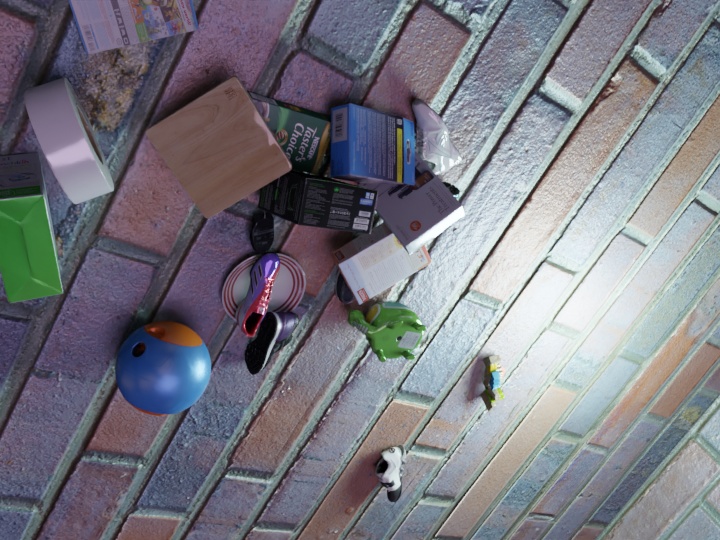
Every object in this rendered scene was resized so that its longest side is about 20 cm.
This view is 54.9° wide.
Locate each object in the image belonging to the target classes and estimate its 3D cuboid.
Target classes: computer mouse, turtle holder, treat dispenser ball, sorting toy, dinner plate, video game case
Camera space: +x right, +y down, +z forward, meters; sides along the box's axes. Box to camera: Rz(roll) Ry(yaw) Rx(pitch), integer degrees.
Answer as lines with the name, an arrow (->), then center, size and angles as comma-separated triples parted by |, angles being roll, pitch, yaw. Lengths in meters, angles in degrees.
computer mouse -> -0.213, -0.131, 1.485 | 0.058, 0.034, 0.202 | -14, 121, -37
turtle holder -> 0.061, 0.148, 1.740 | 0.184, 0.132, 0.142 | -15, 128, -16
treat dispenser ball -> -0.424, 0.210, 1.492 | 0.199, 0.201, 0.202 | -13, 126, -18
sorting toy -> -0.263, -0.237, 1.316 | 0.199, 0.070, 0.200 | -28, 115, 9
dinner plate -> -0.223, 0.042, 1.597 | 0.198, 0.024, 0.202 | -13, 125, -18
video game case -> -0.389, -0.462, 1.179 | 0.198, 0.018, 0.144 | -18, 127, -15

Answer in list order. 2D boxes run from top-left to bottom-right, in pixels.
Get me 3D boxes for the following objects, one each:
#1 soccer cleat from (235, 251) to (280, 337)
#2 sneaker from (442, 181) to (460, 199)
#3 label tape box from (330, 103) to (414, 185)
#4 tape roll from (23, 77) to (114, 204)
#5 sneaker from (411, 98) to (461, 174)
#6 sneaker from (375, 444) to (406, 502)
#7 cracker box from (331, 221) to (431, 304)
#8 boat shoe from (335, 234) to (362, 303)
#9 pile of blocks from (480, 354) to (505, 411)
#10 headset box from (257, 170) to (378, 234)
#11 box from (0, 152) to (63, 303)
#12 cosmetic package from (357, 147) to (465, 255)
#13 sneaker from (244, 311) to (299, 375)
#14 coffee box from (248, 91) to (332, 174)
soccer cleat -> -0.222, 0.054, 1.543 | 0.068, 0.073, 0.201 | 12, 116, -32
sneaker -> 0.141, -0.145, 1.621 | 0.198, 0.078, 0.087 | -8, 128, -22
label tape box -> 0.028, -0.255, 1.448 | 0.199, 0.066, 0.145 | 2, 87, -47
tape roll -> -0.491, -0.219, 1.174 | 0.070, 0.203, 0.204 | -22, 129, -10
sneaker -> 0.156, -0.289, 1.534 | 0.080, 0.071, 0.201 | -36, 130, -1
sneaker -> 0.082, 0.623, 2.113 | 0.088, 0.074, 0.202 | -7, 114, -23
cracker box -> 0.049, -0.029, 1.581 | 0.199, 0.058, 0.134 | -30, 129, -4
boat shoe -> 0.000, 0.000, 1.655 | 0.074, 0.062, 0.201 | 15, 113, -33
pile of blocks -> 0.410, 0.334, 2.073 | 0.062, 0.082, 0.202 | -15, 126, -17
headset box -> -0.093, -0.146, 1.419 | 0.173, 0.200, 0.094 | 6, 100, -34
box -> -0.598, -0.078, 1.227 | 0.096, 0.177, 0.202 | -10, 125, -21
cosmetic package -> 0.109, -0.155, 1.516 | 0.150, 0.201, 0.052 | -37, 152, 1
sneaker -> -0.205, 0.177, 1.655 | 0.087, 0.076, 0.201 | -4, 139, -41
coffee box -> -0.158, -0.275, 1.402 | 0.199, 0.044, 0.124 | 11, 115, -32
